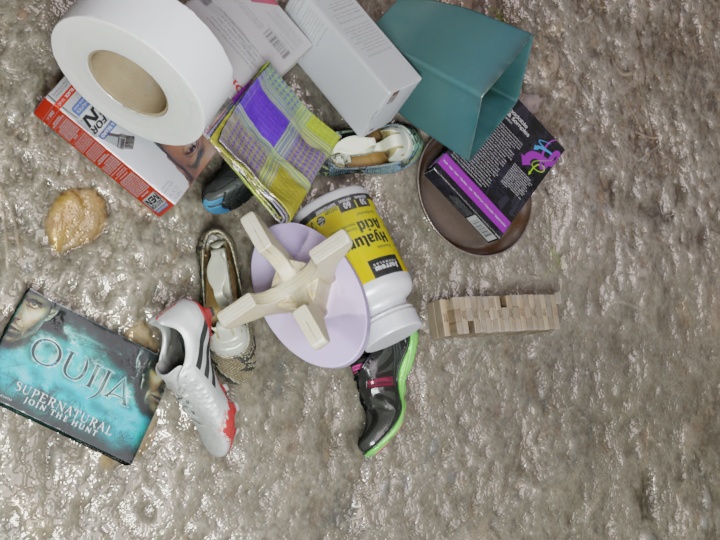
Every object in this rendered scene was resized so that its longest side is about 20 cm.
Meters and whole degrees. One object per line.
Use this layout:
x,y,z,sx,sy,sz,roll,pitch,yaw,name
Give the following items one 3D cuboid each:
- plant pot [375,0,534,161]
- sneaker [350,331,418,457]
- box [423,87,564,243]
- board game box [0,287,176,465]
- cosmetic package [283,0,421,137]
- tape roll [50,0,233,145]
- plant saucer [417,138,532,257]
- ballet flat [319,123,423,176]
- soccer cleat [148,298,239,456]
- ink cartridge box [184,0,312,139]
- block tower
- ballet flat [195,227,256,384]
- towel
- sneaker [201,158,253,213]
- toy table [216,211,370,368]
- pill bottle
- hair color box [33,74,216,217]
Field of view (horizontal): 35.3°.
0.111,-0.284,1.580,0.200,0.141,0.141,31,61,15,plant pot
0.018,0.152,1.498,0.084,0.077,0.200,20,60,-16,sneaker
0.198,-0.159,1.649,0.143,0.036,0.200,46,63,-12,box
-0.331,0.126,1.330,0.200,0.028,0.135,30,66,-20,board game box
-0.020,-0.291,1.523,0.074,0.102,0.200,-33,79,-38,cosmetic package
-0.247,-0.234,1.285,0.202,0.202,0.071,37,63,-17,tape roll
0.162,-0.115,1.656,0.200,0.032,0.201,8,74,-28,plant saucer
0.018,-0.169,1.568,0.200,0.074,0.074,-16,86,-31,ballet flat
-0.203,0.134,1.356,0.085,0.069,0.200,-22,106,-48,soccer cleat
-0.173,-0.282,1.447,0.147,0.083,0.200,49,42,-11,ink cartridge box
0.196,0.066,1.620,0.200,0.054,0.058,-3,81,-29,block tower
-0.172,0.042,1.409,0.068,0.075,0.200,-9,83,-5,ballet flat
-0.101,-0.156,1.358,0.144,0.023,0.200,48,38,-16,towel
-0.150,-0.151,1.480,0.082,0.073,0.200,40,56,3,sneaker
-0.074,0.021,1.368,0.184,0.117,0.200,-45,72,4,toy table
0.000,0.000,1.470,0.111,0.111,0.200,-18,74,-31,pill bottle
-0.286,-0.175,1.404,0.200,0.064,0.111,41,61,-16,hair color box
